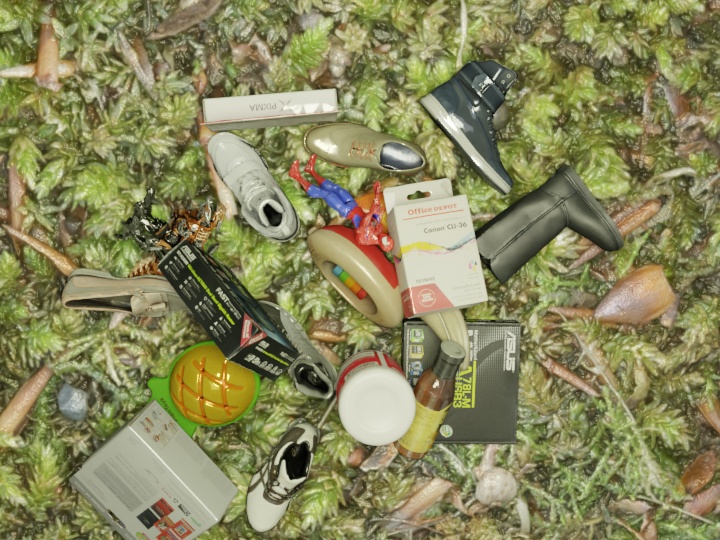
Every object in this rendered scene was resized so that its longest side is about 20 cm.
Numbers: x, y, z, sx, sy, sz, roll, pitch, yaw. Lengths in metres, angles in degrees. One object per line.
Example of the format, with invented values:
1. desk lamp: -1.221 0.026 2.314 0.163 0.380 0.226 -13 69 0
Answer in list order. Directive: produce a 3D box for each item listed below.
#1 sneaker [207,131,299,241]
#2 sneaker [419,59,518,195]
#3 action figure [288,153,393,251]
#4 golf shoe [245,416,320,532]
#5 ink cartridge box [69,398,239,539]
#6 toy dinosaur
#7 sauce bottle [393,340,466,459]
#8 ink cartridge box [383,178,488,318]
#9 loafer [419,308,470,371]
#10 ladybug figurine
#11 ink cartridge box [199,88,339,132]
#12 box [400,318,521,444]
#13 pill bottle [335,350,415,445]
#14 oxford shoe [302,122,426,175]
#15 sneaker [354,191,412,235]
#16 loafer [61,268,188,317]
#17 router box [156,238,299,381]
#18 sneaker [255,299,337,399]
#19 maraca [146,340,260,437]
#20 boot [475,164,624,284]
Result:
1. sneaker: -0.163 -0.129 1.250 0.075 0.115 0.201 -37 96 0
2. sneaker: 0.210 -0.233 1.286 0.146 0.077 0.203 -39 95 3
3. action figure: -0.013 -0.114 1.223 0.200 0.065 0.099 46 132 15
4. golf shoe: -0.129 0.334 1.307 0.077 0.095 0.202 23 95 -7
5. ink cartridge box: -0.324 0.334 1.285 0.175 0.084 0.200 -38 97 26
6. toy dinosaur: -0.298 -0.046 1.263 0.136 0.102 0.200 42 87 -22
7. sauce bottle: 0.107 0.196 1.243 0.065 0.066 0.201 17 122 -5
8. ink cartridge box: 0.107 -0.040 1.216 0.115 0.068 0.202 -10 82 -9
9. loafer: 0.117 0.063 1.275 0.068 0.076 0.202 -17 76 -2
10. ladybug figurine: 0.000 0.000 1.272 0.200 0.136 0.072 46 68 -3
11. ink cartridge box: -0.132 -0.238 1.212 0.198 0.176 0.045 -6 95 -4
12. box: 0.160 0.180 1.336 0.191 0.048 0.202 2 95 -1
13. pill bottle: 0.018 0.184 1.249 0.111 0.200 0.114 0 95 -3
14. oxford shoe: 0.009 -0.192 1.277 0.198 0.074 0.072 7 97 -4
15. sneaker: 0.081 -0.082 1.291 0.198 0.077 0.074 10 94 -4
16. loafer: -0.359 0.046 1.269 0.198 0.063 0.072 8 135 0
17. router box: -0.191 0.060 1.206 0.062 0.150 0.200 -43 64 1
18. sneaker: -0.108 0.125 1.277 0.200 0.116 0.075 43 91 -7
19. maraca: -0.246 0.187 1.282 0.199 0.107 0.138 -30 96 18
20. boot: 0.296 -0.045 1.314 0.199 0.066 0.165 -38 88 -3
